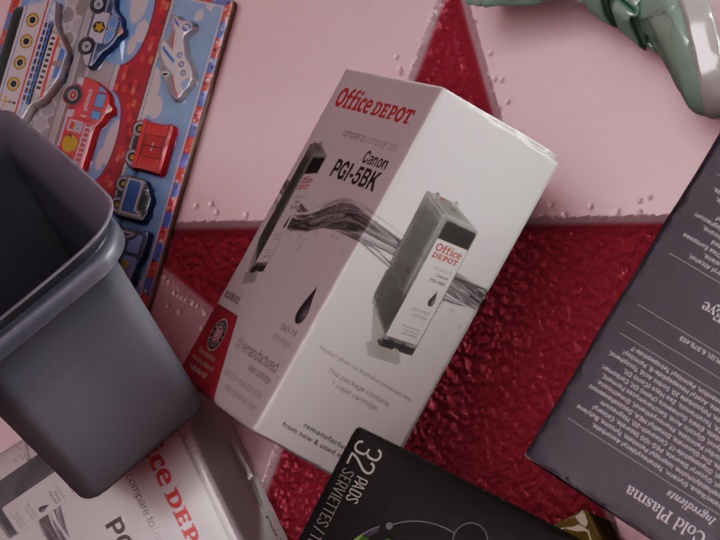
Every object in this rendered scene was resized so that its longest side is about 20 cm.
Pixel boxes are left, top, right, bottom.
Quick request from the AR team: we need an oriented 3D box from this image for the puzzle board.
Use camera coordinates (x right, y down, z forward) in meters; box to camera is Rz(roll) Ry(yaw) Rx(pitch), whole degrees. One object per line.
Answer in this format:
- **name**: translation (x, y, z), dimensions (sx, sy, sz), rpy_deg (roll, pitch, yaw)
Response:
- **puzzle board**: translation (-0.170, -0.084, 1.227), dimensions (0.149, 0.017, 0.202), rpy_deg (13, 83, 20)

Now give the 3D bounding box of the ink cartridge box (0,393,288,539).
- **ink cartridge box**: translation (-0.151, 0.163, 1.136), dimensions (0.199, 0.085, 0.146), rpy_deg (-32, 72, 8)

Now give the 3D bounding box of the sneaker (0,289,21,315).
- **sneaker**: translation (-0.269, 0.059, 1.207), dimensions (0.198, 0.077, 0.086), rpy_deg (-18, 79, 25)

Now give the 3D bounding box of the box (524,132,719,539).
- **box**: translation (0.185, 0.050, 0.987), dimensions (0.104, 0.200, 0.183), rpy_deg (31, 89, 19)

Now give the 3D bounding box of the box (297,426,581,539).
- **box**: translation (0.030, 0.206, 0.974), dimensions (0.148, 0.124, 0.201), rpy_deg (24, 83, 25)

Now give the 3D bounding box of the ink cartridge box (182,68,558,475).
- **ink cartridge box**: translation (0.000, 0.000, 1.078), dimensions (0.082, 0.147, 0.201), rpy_deg (30, 87, -23)

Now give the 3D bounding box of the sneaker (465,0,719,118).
- **sneaker**: translation (0.124, -0.147, 1.112), dimensions (0.117, 0.074, 0.202), rpy_deg (-26, 63, 4)

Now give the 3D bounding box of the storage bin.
- **storage bin**: translation (-0.180, 0.030, 1.061), dimensions (0.145, 0.135, 0.200), rpy_deg (-40, 33, -10)

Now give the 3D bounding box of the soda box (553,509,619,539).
- **soda box**: translation (0.054, 0.202, 1.071), dimensions (0.199, 0.064, 0.068), rpy_deg (-28, 71, 10)
